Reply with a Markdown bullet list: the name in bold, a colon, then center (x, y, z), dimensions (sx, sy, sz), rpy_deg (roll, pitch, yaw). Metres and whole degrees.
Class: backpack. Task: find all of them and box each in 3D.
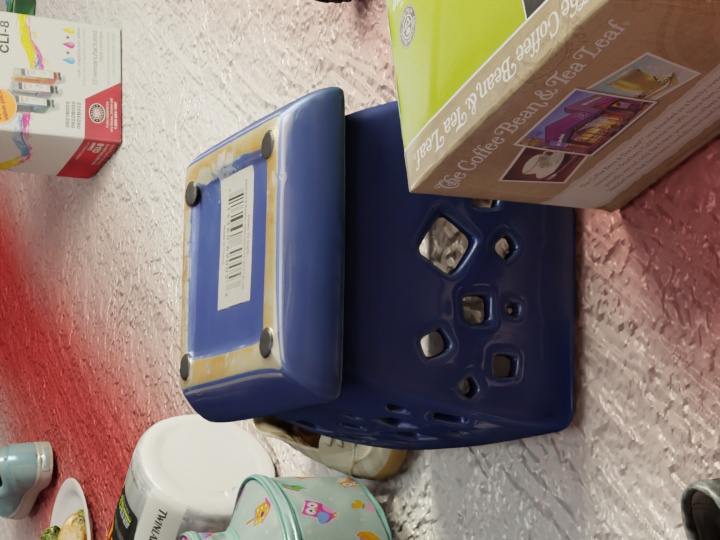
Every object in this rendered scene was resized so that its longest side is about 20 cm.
- **backpack**: center (-0.054, 0.239, 1.065), dimensions (0.176, 0.152, 0.202), rpy_deg (-124, 50, -61)

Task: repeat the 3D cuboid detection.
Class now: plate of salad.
- **plate of salad**: center (-0.347, 0.341, 1.811), dimensions (0.200, 0.048, 0.202), rpy_deg (-177, 90, -65)

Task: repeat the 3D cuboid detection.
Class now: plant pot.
- **plant pot**: center (0.000, 0.000, 0.929), dimensions (0.200, 0.178, 0.202), rpy_deg (-17, 70, 61)

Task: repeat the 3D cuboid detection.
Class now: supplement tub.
- **supplement tub**: center (-0.151, 0.229, 1.306), dimensions (0.123, 0.121, 0.201), rpy_deg (-115, 38, -47)

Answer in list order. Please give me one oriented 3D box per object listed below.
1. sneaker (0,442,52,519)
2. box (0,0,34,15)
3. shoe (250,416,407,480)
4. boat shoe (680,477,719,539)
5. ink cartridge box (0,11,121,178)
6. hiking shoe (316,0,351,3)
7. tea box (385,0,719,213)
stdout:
- **sneaker**: center (-0.453, 0.263, 1.995), dimensions (0.200, 0.081, 0.075), rpy_deg (130, 138, -52)
- **box**: center (-0.511, -0.338, 2.290), dimensions (0.144, 0.036, 0.202), rpy_deg (-177, 90, -66)
- **shoe**: center (-0.023, 0.112, 1.125), dimensions (0.200, 0.053, 0.071), rpy_deg (177, 97, -65)
- **boat shoe**: center (0.185, 0.171, 0.641), dimensions (0.074, 0.067, 0.201), rpy_deg (124, 142, -48)
- **ink cartridge box**: center (-0.391, -0.203, 1.807), dimensions (0.144, 0.198, 0.147), rpy_deg (151, 120, -61)
- **hiking shoe**: center (-0.010, -0.297, 1.134), dimensions (0.201, 0.075, 0.101), rpy_deg (-63, 36, 42)
- **tea box**: center (0.110, -0.159, 0.779), dimensions (0.200, 0.132, 0.199), rpy_deg (139, 131, -57)
